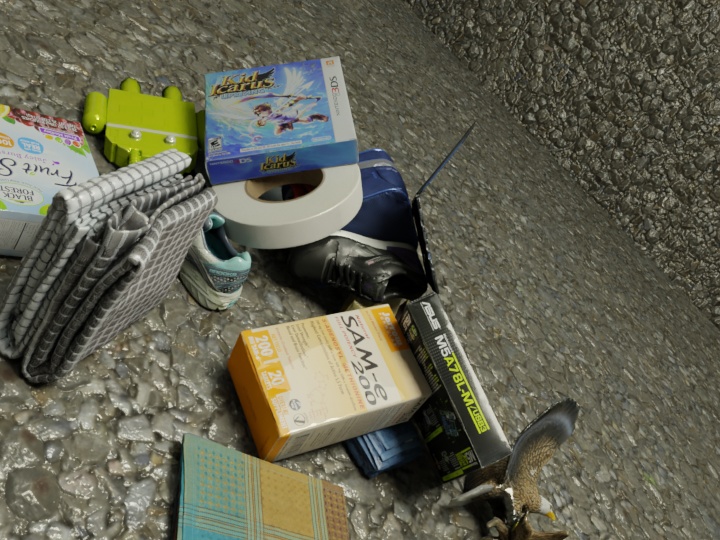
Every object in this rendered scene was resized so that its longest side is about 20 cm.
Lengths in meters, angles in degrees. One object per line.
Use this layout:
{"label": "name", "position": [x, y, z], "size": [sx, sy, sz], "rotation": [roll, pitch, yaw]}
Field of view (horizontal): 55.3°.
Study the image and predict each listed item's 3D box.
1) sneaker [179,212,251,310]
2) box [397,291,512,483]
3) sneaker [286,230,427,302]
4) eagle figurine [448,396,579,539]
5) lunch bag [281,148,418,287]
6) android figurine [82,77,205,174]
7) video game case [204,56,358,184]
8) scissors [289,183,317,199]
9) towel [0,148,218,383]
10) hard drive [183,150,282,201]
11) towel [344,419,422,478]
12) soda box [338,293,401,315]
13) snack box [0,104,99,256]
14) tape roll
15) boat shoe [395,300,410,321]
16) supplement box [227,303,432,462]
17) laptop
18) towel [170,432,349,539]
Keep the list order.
{"label": "sneaker", "position": [-0.207, -0.052, 0.836], "size": [0.200, 0.087, 0.078], "rotation": [44, 32, 3]}
{"label": "box", "position": [0.096, 0.150, 0.833], "size": [0.047, 0.201, 0.196], "rotation": [-22, 72, -14]}
{"label": "sneaker", "position": [0.000, 0.000, 0.932], "size": [0.195, 0.077, 0.088], "rotation": [2, 35, -17]}
{"label": "eagle figurine", "position": [0.205, 0.266, 0.889], "size": [0.202, 0.148, 0.153], "rotation": [-71, 148, -43]}
{"label": "lunch bag", "position": [-0.025, -0.080, 1.008], "size": [0.133, 0.196, 0.138], "rotation": [-109, -177, -50]}
{"label": "android figurine", "position": [-0.287, -0.197, 0.946], "size": [0.178, 0.042, 0.202], "rotation": [7, 41, -21]}
{"label": "video game case", "position": [-0.111, -0.208, 0.929], "size": [0.195, 0.046, 0.184], "rotation": [-9, 51, -3]}
{"label": "scissors", "position": [-0.086, -0.129, 0.972], "size": [0.201, 0.072, 0.014], "rotation": [-121, -172, -49]}
{"label": "towel", "position": [-0.225, -0.003, 0.632], "size": [0.085, 0.200, 0.166], "rotation": [42, 29, 0]}
{"label": "hard drive", "position": [-0.172, -0.122, 1.036], "size": [0.140, 0.033, 0.199], "rotation": [50, 29, 13]}
{"label": "towel", "position": [0.000, 0.155, 0.866], "size": [0.111, 0.049, 0.202], "rotation": [-1, 50, -53]}
{"label": "soda box", "position": [0.021, 0.041, 1.031], "size": [0.067, 0.064, 0.201], "rotation": [39, 28, -5]}
{"label": "snack box", "position": [-0.373, -0.097, 0.708], "size": [0.198, 0.068, 0.170], "rotation": [6, 45, -47]}
{"label": "tape roll", "position": [-0.096, -0.101, 0.890], "size": [0.198, 0.038, 0.205], "rotation": [-4, 37, 3]}
{"label": "boat shoe", "position": [0.081, 0.121, 1.003], "size": [0.071, 0.060, 0.202], "rotation": [29, 32, -27]}
{"label": "supplement box", "position": [-0.034, 0.121, 0.774], "size": [0.197, 0.074, 0.128], "rotation": [-9, 58, -33]}
{"label": "laptop", "position": [0.125, -0.083, 0.963], "size": [0.177, 0.101, 0.205], "rotation": [-38, 116, -85]}
{"label": "towel", "position": [-0.089, 0.249, 0.657], "size": [0.198, 0.022, 0.148], "rotation": [29, 33, -29]}
